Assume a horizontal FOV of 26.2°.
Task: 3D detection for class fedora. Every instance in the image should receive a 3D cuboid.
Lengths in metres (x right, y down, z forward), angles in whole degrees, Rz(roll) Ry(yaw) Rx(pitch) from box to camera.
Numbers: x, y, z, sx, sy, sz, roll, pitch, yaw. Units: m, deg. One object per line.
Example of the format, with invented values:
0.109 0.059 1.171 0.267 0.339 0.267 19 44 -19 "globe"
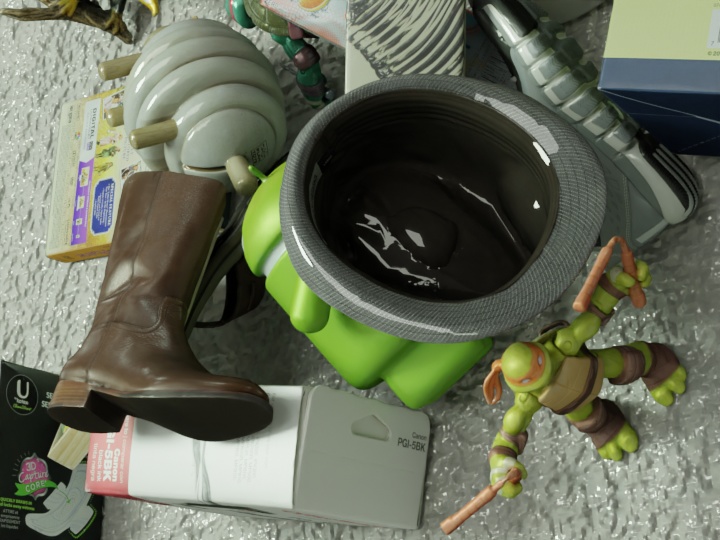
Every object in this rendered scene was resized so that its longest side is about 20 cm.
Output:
0.049 -0.026 0.939 0.199 0.090 0.178 20 68 17 "fedora"

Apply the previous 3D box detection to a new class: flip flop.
-0.094 -0.003 1.205 0.201 0.057 0.081 -55 14 -5 "flip flop"

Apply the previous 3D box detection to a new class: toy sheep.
-0.122 -0.121 1.186 0.138 0.138 0.201 -44 50 20 "toy sheep"

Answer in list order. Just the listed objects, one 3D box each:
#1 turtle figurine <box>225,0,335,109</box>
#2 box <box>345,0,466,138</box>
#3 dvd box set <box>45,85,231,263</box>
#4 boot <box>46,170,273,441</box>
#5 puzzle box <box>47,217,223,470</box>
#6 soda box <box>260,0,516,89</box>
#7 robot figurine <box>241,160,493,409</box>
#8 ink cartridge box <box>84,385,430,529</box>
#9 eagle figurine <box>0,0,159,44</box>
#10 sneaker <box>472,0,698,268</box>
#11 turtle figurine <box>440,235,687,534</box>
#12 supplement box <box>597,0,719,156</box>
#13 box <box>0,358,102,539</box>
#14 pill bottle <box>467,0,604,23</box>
-0.031 -0.201 1.190 0.199 0.101 0.151 6 94 28 "turtle figurine"
0.031 -0.186 1.012 0.082 0.068 0.202 0 94 5 "box"
-0.188 -0.091 1.324 0.199 0.029 0.147 -10 70 37 "dvd box set"
-0.114 0.011 1.044 0.185 0.064 0.201 0 58 30 "boot"
-0.175 0.052 1.196 0.200 0.025 0.133 -48 19 40 "puzzle box"
0.034 -0.167 1.084 0.199 0.068 0.064 29 96 6 "soda box"
0.000 0.000 1.066 0.116 0.175 0.200 -43 81 10 "robot figurine"
-0.072 0.130 1.089 0.199 0.146 0.083 -3 75 39 "ink cartridge box"
-0.194 -0.283 1.320 0.151 0.152 0.200 38 123 3 "eagle figurine"
0.117 -0.083 1.014 0.200 0.075 0.115 50 117 8 "sneaker"
0.123 0.074 0.939 0.064 0.161 0.201 33 98 39 "turtle figurine"
0.268 -0.177 0.903 0.199 0.134 0.201 7 81 32 "supplement box"
-0.305 0.190 1.272 0.148 0.124 0.201 -12 69 34 "box"
0.114 -0.283 1.087 0.112 0.113 0.201 -23 64 32 "pill bottle"
